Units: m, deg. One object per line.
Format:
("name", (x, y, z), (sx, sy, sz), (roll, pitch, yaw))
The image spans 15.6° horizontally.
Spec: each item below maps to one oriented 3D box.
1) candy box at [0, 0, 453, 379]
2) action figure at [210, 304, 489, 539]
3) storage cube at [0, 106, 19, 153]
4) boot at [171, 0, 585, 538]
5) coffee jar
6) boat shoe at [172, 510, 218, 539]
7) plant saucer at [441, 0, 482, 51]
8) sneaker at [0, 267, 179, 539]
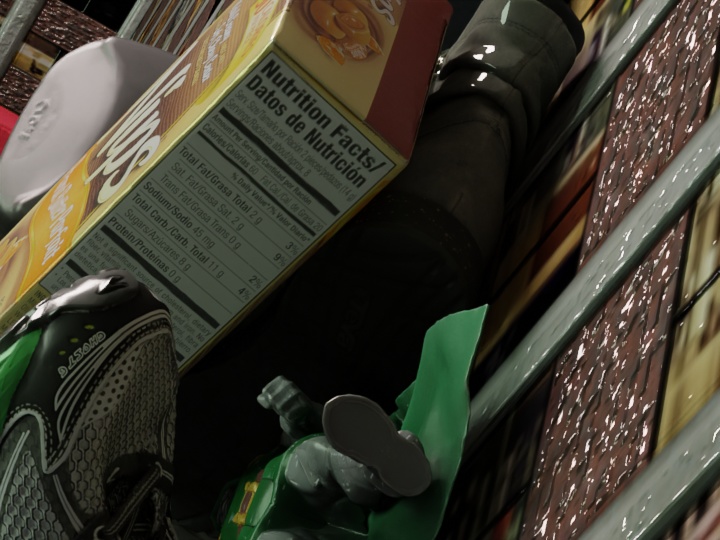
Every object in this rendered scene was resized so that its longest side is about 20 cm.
("candy box", (-0.062, -0.010, 0.793), (0.200, 0.055, 0.115), (-44, 14, 25))
("action figure", (-0.016, 0.070, 0.729), (0.118, 0.055, 0.200), (-66, 6, -10))
("storage cube", (-0.260, -0.018, 1.822), (0.171, 0.180, 0.200), (-61, 11, 2))
("boot", (0.000, 0.000, 0.840), (0.200, 0.068, 0.131), (-42, 14, 47))
("coffee jar", (-0.095, 0.000, 1.046), (0.200, 0.085, 0.104), (97, -165, -59))
("boat shoe", (-0.112, 0.168, 0.886), (0.200, 0.076, 0.060), (-51, 8, -16))
("plant saucer", (-0.010, -0.060, 0.935), (0.201, 0.039, 0.201), (-52, -5, -7))
("sneaker", (-0.056, 0.092, 0.644), (0.078, 0.085, 0.200), (-32, -49, -47))
